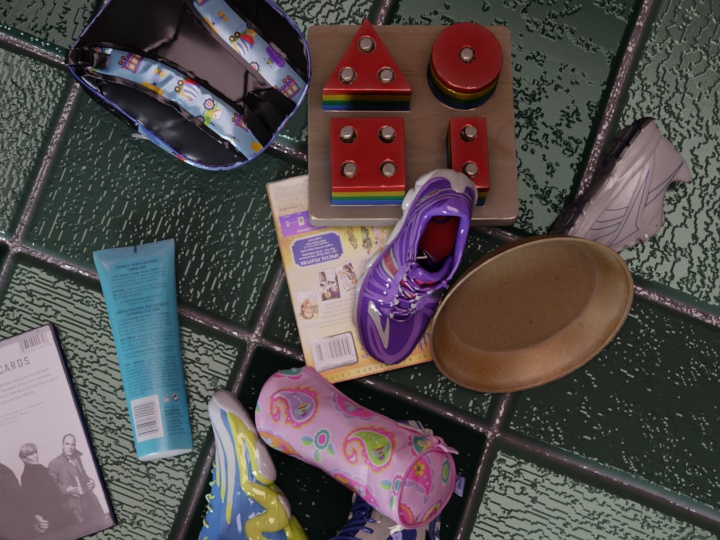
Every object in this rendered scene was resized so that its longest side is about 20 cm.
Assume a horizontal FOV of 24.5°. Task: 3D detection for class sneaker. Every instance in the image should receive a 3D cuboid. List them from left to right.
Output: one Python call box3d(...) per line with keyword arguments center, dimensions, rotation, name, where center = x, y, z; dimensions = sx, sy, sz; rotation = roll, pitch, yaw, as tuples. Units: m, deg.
box3d(center=(-0.120, 0.218, 1.541), dimensions=(0.104, 0.076, 0.202), rotation=(-25, 87, -3), name="sneaker")
box3d(center=(0.013, 0.237, 1.520), dimensions=(0.114, 0.080, 0.202), rotation=(-4, 85, -34), name="sneaker")
box3d(center=(0.047, 0.004, 1.500), dimensions=(0.080, 0.084, 0.202), rotation=(16, 118, -8), name="sneaker")
box3d(center=(0.242, -0.048, 1.581), dimensions=(0.087, 0.074, 0.201), rotation=(38, 88, -10), name="sneaker")

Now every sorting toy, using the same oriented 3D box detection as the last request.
box3d(center=(0.049, -0.148, 1.560), dimensions=(0.197, 0.070, 0.201), rotation=(0, 72, -2), name="sorting toy")

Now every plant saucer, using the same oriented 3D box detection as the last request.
box3d(center=(0.154, 0.033, 1.534), dimensions=(0.198, 0.201, 0.036), rotation=(-17, 47, -4), name="plant saucer")

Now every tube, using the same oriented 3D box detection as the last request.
box3d(center=(-0.199, 0.074, 1.560), dimensions=(0.076, 0.050, 0.203), rotation=(-9, 81, -7), name="tube")

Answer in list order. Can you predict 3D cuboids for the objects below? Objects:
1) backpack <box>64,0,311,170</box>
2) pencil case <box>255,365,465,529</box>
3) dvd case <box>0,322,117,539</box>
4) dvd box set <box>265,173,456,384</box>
box3d(center=(-0.147, -0.190, 1.545), dimensions=(0.199, 0.135, 0.183), rotation=(37, 85, 2), name="backpack")
box3d(center=(-0.003, 0.154, 1.475), dimensions=(0.199, 0.087, 0.088), rotation=(25, 83, 39), name="pencil case")
box3d(center=(-0.329, 0.169, 1.563), dimensions=(0.149, 0.025, 0.202), rotation=(-18, 86, -3), name="dvd case")
box3d(center=(0.000, 0.000, 1.585), dimensions=(0.144, 0.029, 0.203), rotation=(-13, 85, -4), name="dvd box set")
